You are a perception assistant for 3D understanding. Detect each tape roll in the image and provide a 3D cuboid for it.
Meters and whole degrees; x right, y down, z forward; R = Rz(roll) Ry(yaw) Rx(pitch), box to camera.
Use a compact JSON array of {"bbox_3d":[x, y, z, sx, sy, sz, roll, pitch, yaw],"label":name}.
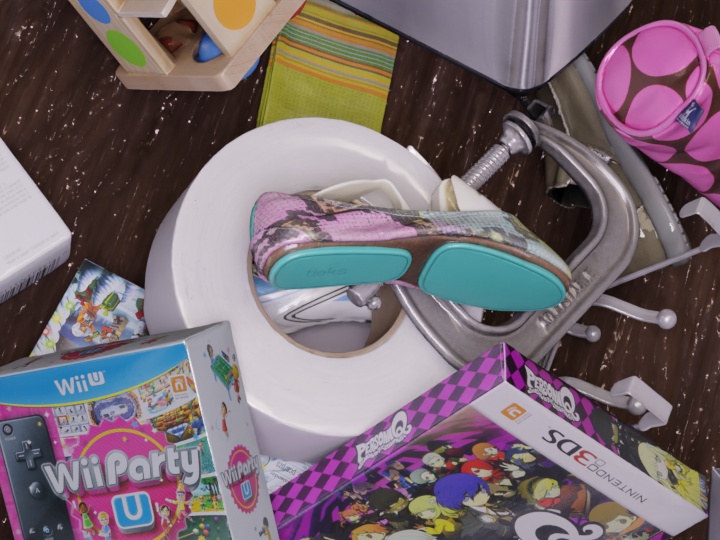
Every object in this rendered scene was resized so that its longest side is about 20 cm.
[{"bbox_3d":[-0.028,0.011,1.507,0.201,0.071,0.204,6,70,-18],"label":"tape roll"}]

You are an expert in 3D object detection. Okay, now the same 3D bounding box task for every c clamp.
[{"bbox_3d":[0.073,-0.026,1.503,0.200,0.027,0.171,-38,88,-26],"label":"c clamp"}]

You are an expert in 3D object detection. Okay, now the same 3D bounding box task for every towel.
[{"bbox_3d":[-0.025,-0.103,1.655,0.086,0.018,0.201,14,68,-11],"label":"towel"}]

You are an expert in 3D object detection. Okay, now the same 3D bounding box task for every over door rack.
[{"bbox_3d":[0.164,0.063,1.547,0.066,0.200,0.148,30,60,-11],"label":"over door rack"}]

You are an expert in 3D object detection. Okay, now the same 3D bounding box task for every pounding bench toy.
[{"bbox_3d":[-0.139,-0.204,1.606,0.124,0.199,0.156,-52,122,-23],"label":"pounding bench toy"}]

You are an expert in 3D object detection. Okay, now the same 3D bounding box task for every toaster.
[{"bbox_3d":[0.097,-0.222,1.635,0.199,0.119,0.181,30,55,23],"label":"toaster"}]

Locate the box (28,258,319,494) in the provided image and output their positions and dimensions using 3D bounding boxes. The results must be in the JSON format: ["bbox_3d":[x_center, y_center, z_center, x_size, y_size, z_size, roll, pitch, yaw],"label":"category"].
[{"bbox_3d":[-0.116,0.099,1.529,0.199,0.040,0.137,27,69,1],"label":"box"}]

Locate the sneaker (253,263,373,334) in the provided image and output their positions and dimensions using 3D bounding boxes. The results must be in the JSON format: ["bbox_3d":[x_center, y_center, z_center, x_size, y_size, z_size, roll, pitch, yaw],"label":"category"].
[{"bbox_3d":[0.000,0.000,1.591,0.199,0.072,0.073,-9,106,-18],"label":"sneaker"}]

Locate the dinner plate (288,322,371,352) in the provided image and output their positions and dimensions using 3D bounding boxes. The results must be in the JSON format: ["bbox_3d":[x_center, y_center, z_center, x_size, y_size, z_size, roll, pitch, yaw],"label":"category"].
[{"bbox_3d":[0.007,0.122,1.582,0.199,0.024,0.201,5,71,-15],"label":"dinner plate"}]

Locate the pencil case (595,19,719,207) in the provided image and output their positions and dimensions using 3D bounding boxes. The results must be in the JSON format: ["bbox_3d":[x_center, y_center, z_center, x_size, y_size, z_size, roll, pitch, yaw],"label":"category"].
[{"bbox_3d":[0.243,-0.094,1.640,0.200,0.094,0.091,27,29,-50],"label":"pencil case"}]

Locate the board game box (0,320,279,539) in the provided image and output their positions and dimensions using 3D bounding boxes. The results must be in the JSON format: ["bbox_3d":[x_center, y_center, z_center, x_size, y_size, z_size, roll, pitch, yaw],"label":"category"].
[{"bbox_3d":[-0.127,0.141,1.434,0.064,0.147,0.201,-24,102,-65],"label":"board game box"}]

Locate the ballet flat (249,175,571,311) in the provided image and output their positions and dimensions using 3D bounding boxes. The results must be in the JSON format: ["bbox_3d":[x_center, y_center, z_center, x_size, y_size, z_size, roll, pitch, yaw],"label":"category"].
[{"bbox_3d":[0.030,-0.021,1.444,0.199,0.069,0.072,4,56,-20],"label":"ballet flat"}]

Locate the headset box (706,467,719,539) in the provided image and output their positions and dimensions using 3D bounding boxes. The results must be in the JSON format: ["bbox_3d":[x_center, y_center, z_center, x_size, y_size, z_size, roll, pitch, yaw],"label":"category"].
[{"bbox_3d":[0.245,0.213,1.488,0.075,0.200,0.150,2,73,11],"label":"headset box"}]

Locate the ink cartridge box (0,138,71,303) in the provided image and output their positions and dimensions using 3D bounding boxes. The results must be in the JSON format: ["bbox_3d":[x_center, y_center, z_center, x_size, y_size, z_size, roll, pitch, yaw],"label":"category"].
[{"bbox_3d":[-0.301,-0.049,1.543,0.160,0.047,0.200,-33,78,-24],"label":"ink cartridge box"}]

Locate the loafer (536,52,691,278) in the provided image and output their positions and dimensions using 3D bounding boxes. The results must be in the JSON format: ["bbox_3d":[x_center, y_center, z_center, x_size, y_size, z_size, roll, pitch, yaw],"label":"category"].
[{"bbox_3d":[0.149,-0.079,1.664,0.069,0.075,0.201,-29,67,5],"label":"loafer"}]

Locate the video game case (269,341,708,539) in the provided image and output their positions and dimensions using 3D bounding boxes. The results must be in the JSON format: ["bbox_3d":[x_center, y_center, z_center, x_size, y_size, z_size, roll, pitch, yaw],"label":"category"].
[{"bbox_3d":[0.074,0.140,1.471,0.181,0.200,0.036,34,37,-31],"label":"video game case"}]
